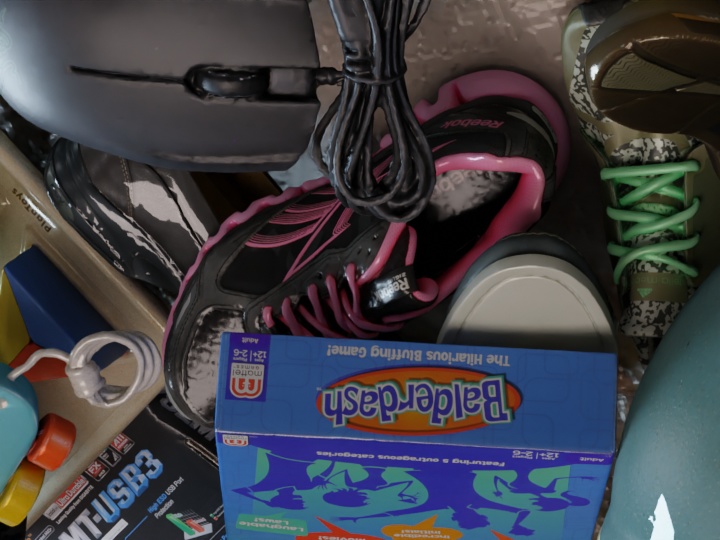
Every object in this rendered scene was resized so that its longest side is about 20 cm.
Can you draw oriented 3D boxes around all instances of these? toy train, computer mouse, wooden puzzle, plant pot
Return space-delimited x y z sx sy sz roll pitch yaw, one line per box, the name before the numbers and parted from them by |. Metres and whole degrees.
toy train | -0.129 0.108 1.154 0.149 0.056 0.201 -9 117 -4
computer mouse | -0.071 -0.086 1.032 0.199 0.053 0.139 9 119 24
wooden puzzle | -0.188 0.023 1.227 0.185 0.046 0.200 46 131 2
plant pot | 0.191 0.049 1.002 0.199 0.200 0.135 7 101 16

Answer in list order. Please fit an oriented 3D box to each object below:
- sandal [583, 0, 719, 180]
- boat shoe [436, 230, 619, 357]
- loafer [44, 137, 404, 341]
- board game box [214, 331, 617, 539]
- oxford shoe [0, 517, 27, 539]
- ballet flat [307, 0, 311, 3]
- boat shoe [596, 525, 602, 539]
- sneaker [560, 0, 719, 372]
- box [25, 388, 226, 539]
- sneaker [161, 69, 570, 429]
sandal | 0.139 -0.074 0.997 0.082 0.055 0.200 -29 155 30
boat shoe | 0.069 0.027 1.105 0.072 0.062 0.200 -2 153 7
loafer | -0.040 -0.003 1.164 0.200 0.073 0.072 39 126 -13
board game box | 0.020 0.086 1.107 0.151 0.045 0.200 3 156 1
oxford shoe | -0.202 0.063 1.199 0.084 0.072 0.201 13 124 51
ballet flat | -0.059 -0.120 1.092 0.199 0.072 0.072 -17 119 33
boat shoe | 0.181 0.111 1.170 0.199 0.065 0.072 -22 116 33
sneaker | 0.124 -0.014 1.078 0.076 0.089 0.201 -7 124 25
box | -0.076 0.156 1.314 0.198 0.050 0.200 39 129 -6
sneaker | 0.000 0.000 1.091 0.200 0.095 0.079 -39 109 11
